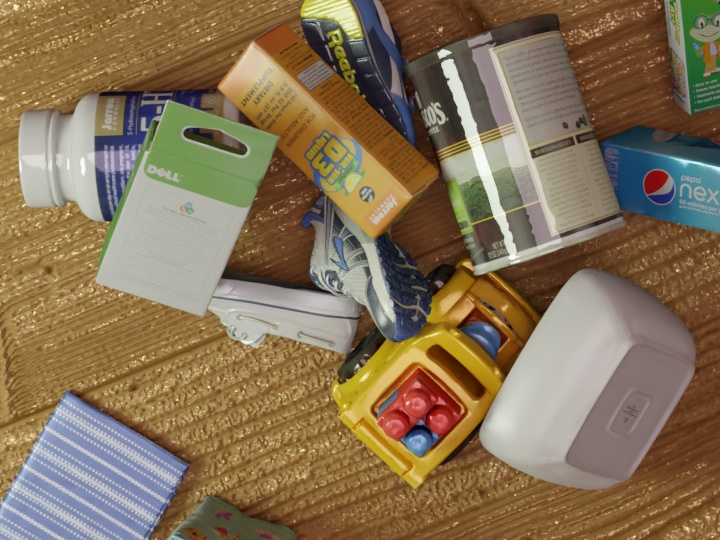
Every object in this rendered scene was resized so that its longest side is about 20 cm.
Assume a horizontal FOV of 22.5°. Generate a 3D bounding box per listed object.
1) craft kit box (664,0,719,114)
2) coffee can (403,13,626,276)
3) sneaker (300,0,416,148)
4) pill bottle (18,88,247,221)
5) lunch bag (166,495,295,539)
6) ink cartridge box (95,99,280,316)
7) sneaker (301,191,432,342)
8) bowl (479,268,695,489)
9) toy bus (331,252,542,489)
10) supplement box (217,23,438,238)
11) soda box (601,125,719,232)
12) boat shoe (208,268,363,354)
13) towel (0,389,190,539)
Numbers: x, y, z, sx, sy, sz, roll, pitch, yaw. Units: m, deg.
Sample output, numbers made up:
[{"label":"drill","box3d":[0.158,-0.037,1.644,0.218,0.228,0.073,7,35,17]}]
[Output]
[{"label":"craft kit box","box3d":[0.371,-0.258,1.626,0.200,0.049,0.198,-15,115,-7]},{"label":"coffee can","box3d":[0.139,-0.112,1.629,0.146,0.146,0.200,-19,90,3]},{"label":"sneaker","box3d":[0.013,-0.172,1.665,0.074,0.082,0.200,-7,110,28]},{"label":"pill bottle","box3d":[-0.205,-0.105,1.659,0.199,0.120,0.120,-2,97,0]},{"label":"lunch bag","box3d":[-0.149,0.334,1.690,0.122,0.170,0.200,22,97,5]},{"label":"ink cartridge box","box3d":[-0.150,-0.065,1.578,0.104,0.059,0.200,18,122,-12]},{"label":"sneaker","box3d":[0.000,0.000,1.658,0.085,0.200,0.077,-40,135,19]},{"label":"bowl","box3d":[0.220,0.112,1.647,0.075,0.200,0.200,36,98,38]},{"label":"toy bus","box3d":[0.073,0.096,1.646,0.136,0.192,0.200,44,97,-3]},{"label":"supplement box","box3d":[-0.028,-0.125,1.618,0.200,0.069,0.067,43,123,1]},{"label":"soda box","box3d":[0.315,-0.077,1.625,0.200,0.068,0.064,16,117,36]},{"label":"boat shoe","box3d":[-0.099,0.040,1.700,0.199,0.074,0.067,9,97,-1]},{"label":"towel","box3d":[-0.272,0.236,1.757,0.145,0.024,0.200,30,95,-1]}]
